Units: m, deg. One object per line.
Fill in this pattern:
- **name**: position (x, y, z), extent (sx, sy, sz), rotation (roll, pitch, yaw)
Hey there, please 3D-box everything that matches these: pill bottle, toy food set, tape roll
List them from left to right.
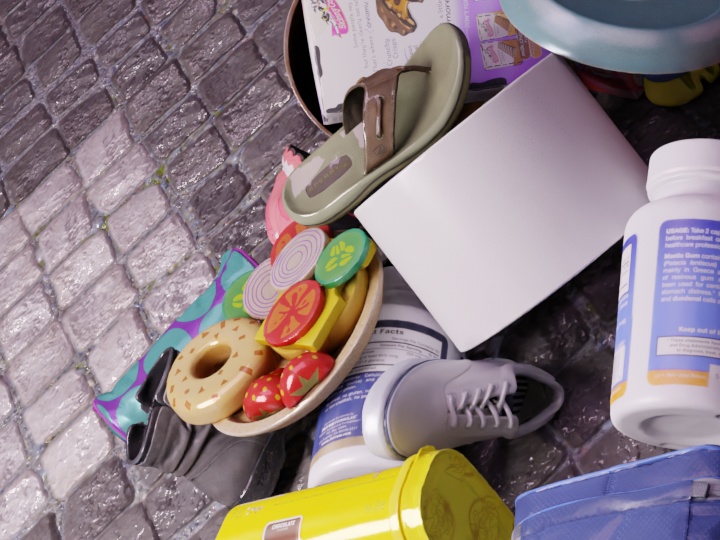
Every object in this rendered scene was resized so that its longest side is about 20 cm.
- **toy food set**: position (-0.060, 0.042, 1.510), extent (0.200, 0.049, 0.199), rotation (1, 57, 55)
- **pill bottle**: position (0.025, 0.098, 1.494), extent (0.111, 0.111, 0.201), rotation (-20, 42, 31)
- **tape roll**: position (0.114, -0.052, 1.453), extent (0.202, 0.139, 0.203), rotation (-38, 0, 0)
- **pill bottle**: position (0.236, 0.016, 1.324), extent (0.112, 0.112, 0.201), rotation (-10, 63, 40)

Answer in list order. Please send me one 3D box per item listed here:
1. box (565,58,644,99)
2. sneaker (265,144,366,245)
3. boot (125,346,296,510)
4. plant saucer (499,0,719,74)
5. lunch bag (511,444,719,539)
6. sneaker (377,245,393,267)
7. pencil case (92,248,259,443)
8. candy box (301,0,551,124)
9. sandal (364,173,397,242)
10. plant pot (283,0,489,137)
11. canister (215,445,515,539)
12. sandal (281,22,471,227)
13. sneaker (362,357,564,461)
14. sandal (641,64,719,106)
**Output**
- **box**: position (0.182, -0.231, 1.670), extent (0.103, 0.095, 0.200), rotation (-53, 36, -11)
- **sneaker**: position (-0.042, -0.043, 1.683), extent (0.087, 0.073, 0.200), rotation (-62, 16, 11)
- **boot**: position (-0.112, 0.096, 1.607), extent (0.070, 0.131, 0.201), rotation (-33, 31, 51)
- **plant saucer**: position (0.206, -0.216, 1.466), extent (0.199, 0.028, 0.201), rotation (3, 38, -3)
- **lunch bag**: position (0.192, 0.192, 1.210), extent (0.199, 0.136, 0.133), rotation (-19, 43, 32)
- **sneaker**: position (0.000, 0.001, 1.616), extent (0.199, 0.071, 0.093), rotation (-33, 42, -9)
- **pencil case**: position (-0.150, 0.077, 1.715), extent (0.200, 0.085, 0.092), rotation (-47, 51, -3)
- **candy box**: position (0.052, -0.220, 1.565), extent (0.199, 0.169, 0.072), rotation (-9, -3, -1)
- **sandal**: position (0.005, -0.041, 1.715), extent (0.200, 0.048, 0.076), rotation (-34, 32, 39)
- **plant pot**: position (0.024, -0.181, 1.700), extent (0.187, 0.187, 0.200), rotation (-49, -1, -5)
- **canister**: position (0.010, 0.213, 1.368), extent (0.199, 0.149, 0.087), rotation (-18, 33, 36)
- **sandal**: position (0.009, -0.113, 1.483), extent (0.201, 0.057, 0.080), rotation (-44, 45, 12)
- **sneaker**: position (0.079, 0.095, 1.394), extent (0.070, 0.200, 0.074), rotation (-3, 96, 37)
- **sandal**: position (0.298, -0.227, 1.559), extent (0.200, 0.087, 0.079), rotation (-44, 33, -1)
